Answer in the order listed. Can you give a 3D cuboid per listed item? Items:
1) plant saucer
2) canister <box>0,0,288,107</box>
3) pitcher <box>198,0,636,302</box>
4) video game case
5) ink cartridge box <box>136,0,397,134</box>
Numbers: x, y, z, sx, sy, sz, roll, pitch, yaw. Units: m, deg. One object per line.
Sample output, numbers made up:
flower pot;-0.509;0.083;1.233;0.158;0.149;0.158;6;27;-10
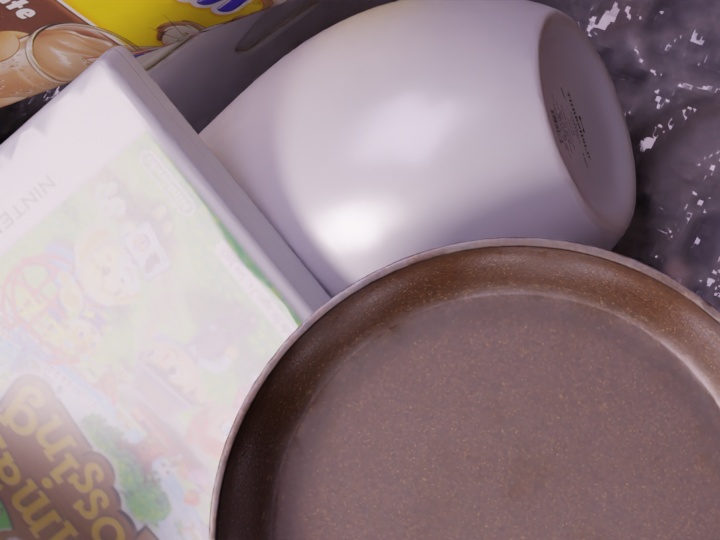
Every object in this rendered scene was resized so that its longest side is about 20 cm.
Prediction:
plant saucer;0.051;0.088;0.940;0.200;0.032;0.201;0;95;2
canister;-0.095;-0.131;1.002;0.200;0.148;0.087;-18;61;25
pitcher;0.000;0.000;1.022;0.200;0.121;0.172;-18;91;25
video game case;-0.083;0.053;1.000;0.182;0.022;0.200;-38;93;27
ink cartridge box;-0.055;-0.160;1.132;0.147;0.083;0.200;-34;56;13
